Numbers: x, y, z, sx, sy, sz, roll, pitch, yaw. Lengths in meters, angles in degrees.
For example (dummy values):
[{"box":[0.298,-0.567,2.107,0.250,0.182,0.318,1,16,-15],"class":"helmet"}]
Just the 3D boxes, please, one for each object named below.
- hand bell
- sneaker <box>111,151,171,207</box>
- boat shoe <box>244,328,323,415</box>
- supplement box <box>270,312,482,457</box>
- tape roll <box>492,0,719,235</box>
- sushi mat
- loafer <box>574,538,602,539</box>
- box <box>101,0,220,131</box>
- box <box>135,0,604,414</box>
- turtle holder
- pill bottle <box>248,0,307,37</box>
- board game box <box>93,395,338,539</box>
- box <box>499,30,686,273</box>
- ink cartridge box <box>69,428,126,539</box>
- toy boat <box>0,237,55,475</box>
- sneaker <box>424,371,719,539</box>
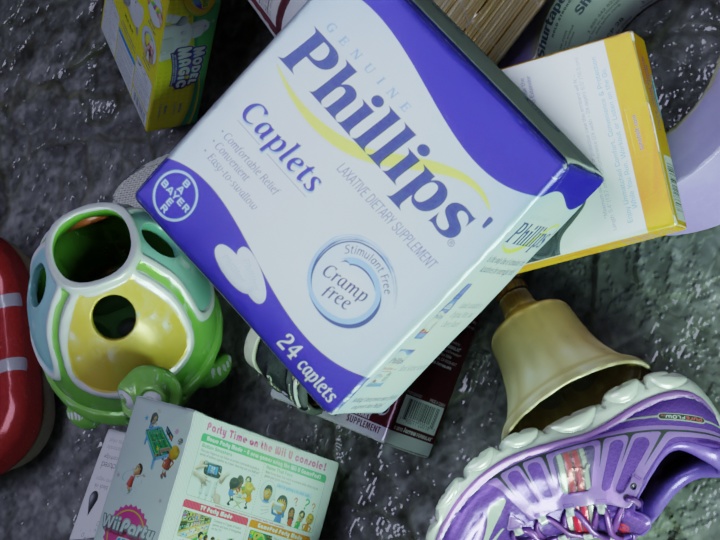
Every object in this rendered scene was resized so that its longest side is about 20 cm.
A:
[{"box":[0.091,0.007,1.290,0.104,0.104,0.201,-38,62,21],"class":"hand bell"},{"box":[-0.113,-0.071,1.498,0.198,0.085,0.078,-10,71,34],"class":"sneaker"},{"box":[0.000,0.000,1.325,0.068,0.071,0.201,46,112,43],"class":"boat shoe"},{"box":[0.027,0.012,1.387,0.108,0.061,0.202,18,86,38],"class":"supplement box"},{"box":[0.187,-0.129,1.298,0.198,0.085,0.202,-12,69,34],"class":"tape roll"},{"box":[0.076,-0.164,1.333,0.200,0.012,0.096,-52,42,25],"class":"sushi mat"},{"box":[0.079,0.197,1.289,0.199,0.070,0.071,-20,65,30],"class":"loafer"},{"box":[-0.146,-0.214,1.516,0.201,0.048,0.118,106,144,-52],"class":"box"},{"box":[0.005,-0.049,1.194,0.200,0.105,0.184,-47,74,11],"class":"box"},{"box":[-0.173,0.039,1.440,0.139,0.132,0.187,0,51,13],"class":"turtle holder"},{"box":[-0.025,-0.212,1.456,0.114,0.114,0.201,-46,55,16],"class":"pill bottle"},{"box":[-0.106,0.201,1.346,0.064,0.147,0.202,9,78,43],"class":"board game box"},{"box":[0.087,-0.059,1.241,0.198,0.041,0.120,-15,82,21],"class":"box"},{"box":[-0.152,0.222,1.430,0.115,0.068,0.202,6,73,44],"class":"ink cartridge box"},{"box":[-0.320,0.060,1.580,0.130,0.130,0.202,-22,65,28],"class":"toy boat"},{"box":[0.130,0.134,1.226,0.199,0.081,0.084,-29,53,-2],"class":"sneaker"}]
